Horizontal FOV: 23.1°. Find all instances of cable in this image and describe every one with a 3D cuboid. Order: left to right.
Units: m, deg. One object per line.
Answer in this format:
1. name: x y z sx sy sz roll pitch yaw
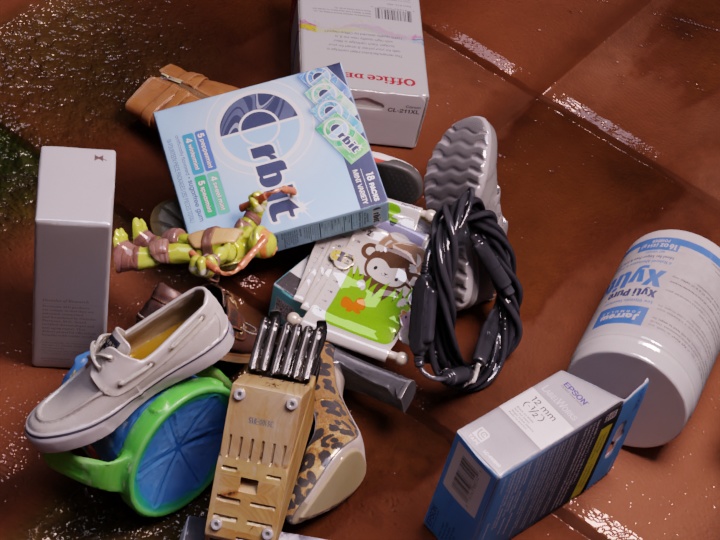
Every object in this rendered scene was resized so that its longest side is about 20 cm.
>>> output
1. cable: 0.112 0.019 1.729 0.051 0.200 0.163 0 -6 40

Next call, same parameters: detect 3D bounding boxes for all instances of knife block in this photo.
1. knife block: -0.078 0.140 1.588 0.064 0.200 0.176 11 5 6

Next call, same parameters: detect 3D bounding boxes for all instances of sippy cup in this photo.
1. sippy cup: -0.201 0.132 1.590 0.130 0.178 0.140 32 90 30

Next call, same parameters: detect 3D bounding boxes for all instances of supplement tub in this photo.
1. supplement tub: 0.296 0.065 1.762 0.132 0.132 0.200 25 46 10

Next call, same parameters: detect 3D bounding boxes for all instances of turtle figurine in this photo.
1. turtle figurine: -0.141 -0.026 1.659 0.161 0.065 0.200 -1 26 17

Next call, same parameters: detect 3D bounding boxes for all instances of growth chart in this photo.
1. growth chart: 0.009 0.001 1.751 0.144 0.018 0.200 12 55 4

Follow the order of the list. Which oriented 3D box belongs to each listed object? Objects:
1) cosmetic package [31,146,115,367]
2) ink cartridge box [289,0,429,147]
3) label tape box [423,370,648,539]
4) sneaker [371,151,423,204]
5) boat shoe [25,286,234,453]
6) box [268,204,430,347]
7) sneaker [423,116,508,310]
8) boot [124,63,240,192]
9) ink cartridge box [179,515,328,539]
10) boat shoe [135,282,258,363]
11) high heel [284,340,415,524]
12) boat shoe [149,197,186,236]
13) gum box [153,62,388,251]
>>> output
1. cosmetic package: -0.269 -0.009 1.649 0.071 0.200 0.102 3 46 -9
2. ink cartridge box: -0.006 -0.240 2.012 0.145 0.083 0.200 6 46 -9
3. label tape box: 0.163 0.169 1.623 0.200 0.143 0.066 -28 59 -33
4. sneaker: -0.015 -0.119 1.868 0.201 0.067 0.108 0 37 26
5. boat shoe: -0.204 0.079 1.504 0.200 0.070 0.071 -30 41 -10
6. box: 0.000 0.000 1.809 0.082 0.049 0.200 34 49 19
7. sneaker: 0.114 -0.059 1.821 0.075 0.200 0.082 11 8 40
8. boot: -0.189 -0.145 1.889 0.155 0.074 0.200 28 35 12
9. ink cartridge box: -0.070 0.314 1.502 0.198 0.043 0.200 10 47 -4
10. boat shoe: -0.143 0.048 1.646 0.070 0.070 0.200 19 4 19
11. high heel: -0.056 0.150 1.657 0.142 0.071 0.200 20 49 25
12. boat shoe: -0.119 -0.047 1.813 0.200 0.066 0.072 -7 68 -15
13. gum box: -0.090 -0.105 1.767 0.200 0.045 0.170 -15 66 -6
